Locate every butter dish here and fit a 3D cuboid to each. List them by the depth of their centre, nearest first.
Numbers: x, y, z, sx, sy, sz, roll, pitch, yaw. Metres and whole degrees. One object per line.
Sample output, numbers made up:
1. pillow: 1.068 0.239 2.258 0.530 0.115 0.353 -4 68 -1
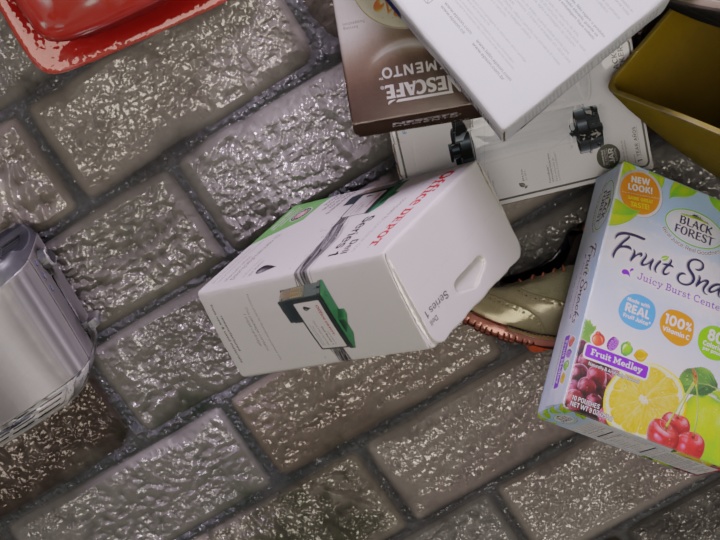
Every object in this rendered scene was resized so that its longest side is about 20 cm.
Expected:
1. butter dish: -0.199 -0.251 1.098 0.198 0.148 0.201 -23 109 6

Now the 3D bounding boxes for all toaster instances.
1. toaster: -0.309 0.066 1.230 0.199 0.114 0.130 -32 110 8

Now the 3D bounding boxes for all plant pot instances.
1. plant pot: 0.345 -0.131 1.124 0.200 0.200 0.176 -49 124 -4

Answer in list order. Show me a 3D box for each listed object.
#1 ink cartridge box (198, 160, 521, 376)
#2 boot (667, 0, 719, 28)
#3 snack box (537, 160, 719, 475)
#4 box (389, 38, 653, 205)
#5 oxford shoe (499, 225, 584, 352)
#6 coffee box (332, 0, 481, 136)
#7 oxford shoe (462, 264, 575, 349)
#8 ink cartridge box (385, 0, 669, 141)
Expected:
1. ink cartridge box: 0.000 0.000 1.151 0.199 0.146 0.085 -13 113 42
2. boot: 0.254 -0.260 1.091 0.073 0.200 0.151 18 104 -27
3. snack box: 0.228 0.037 1.152 0.141 0.053 0.201 21 72 -12
4. box: 0.121 -0.118 1.203 0.199 0.060 0.117 -14 110 3
5. oxford shoe: 0.208 -0.009 1.242 0.199 0.071 0.073 -30 104 10
6. coffee box: 0.035 -0.209 1.121 0.113 0.080 0.202 -10 88 2
7. oxford shoe: 0.143 0.027 1.208 0.199 0.071 0.074 17 91 0
8. ink cartridge box: 0.113 -0.228 1.052 0.200 0.041 0.200 -39 82 1
